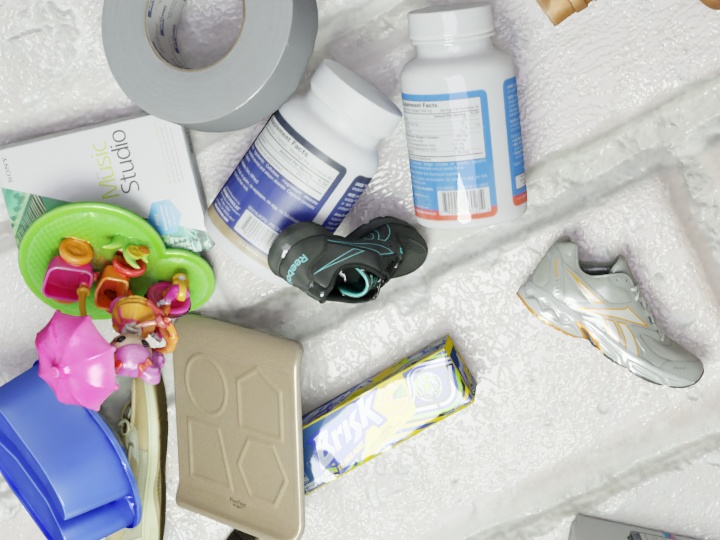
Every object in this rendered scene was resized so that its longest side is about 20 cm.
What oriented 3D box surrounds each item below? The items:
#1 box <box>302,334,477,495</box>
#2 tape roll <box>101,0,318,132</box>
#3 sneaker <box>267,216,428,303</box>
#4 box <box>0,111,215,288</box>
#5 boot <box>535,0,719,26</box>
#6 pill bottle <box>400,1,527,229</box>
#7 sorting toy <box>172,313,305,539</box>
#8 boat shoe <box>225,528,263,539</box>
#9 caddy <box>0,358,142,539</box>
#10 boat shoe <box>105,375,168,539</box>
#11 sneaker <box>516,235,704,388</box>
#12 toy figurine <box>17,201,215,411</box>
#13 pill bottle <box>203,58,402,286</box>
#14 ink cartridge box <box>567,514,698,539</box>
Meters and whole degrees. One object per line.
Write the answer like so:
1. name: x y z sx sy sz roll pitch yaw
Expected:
1. box: 0.016 0.144 1.727 0.199 0.070 0.065 -31 95 11
2. tape roll: -0.142 -0.233 1.624 0.198 0.066 0.203 -2 85 20
3. sneaker: 0.000 0.000 1.641 0.079 0.199 0.076 44 122 32
4. box: -0.255 -0.073 1.722 0.198 0.036 0.146 -12 102 9
5. boot: 0.238 -0.281 1.614 0.155 0.074 0.200 -43 84 11
6. pill bottle: 0.096 -0.148 1.634 0.111 0.112 0.203 -5 102 6
7. sorting toy: -0.118 0.155 1.720 0.184 0.036 0.203 12 105 43
8. boat shoe: -0.113 0.314 1.786 0.076 0.072 0.200 34 113 -15
9. caddy: -0.289 0.180 1.711 0.200 0.104 0.142 47 148 27
10. boat shoe: -0.230 0.194 1.762 0.062 0.073 0.203 3 110 0
11. sneaker: 0.256 0.040 1.683 0.199 0.076 0.093 29 99 -3
12. toy figurine: -0.237 0.056 1.650 0.198 0.185 0.151 14 129 -16
13. pill bottle: -0.053 -0.095 1.658 0.115 0.116 0.201 36 103 -3
14. ink cartridge box: 0.298 0.346 1.740 0.197 0.086 0.149 10 103 2
